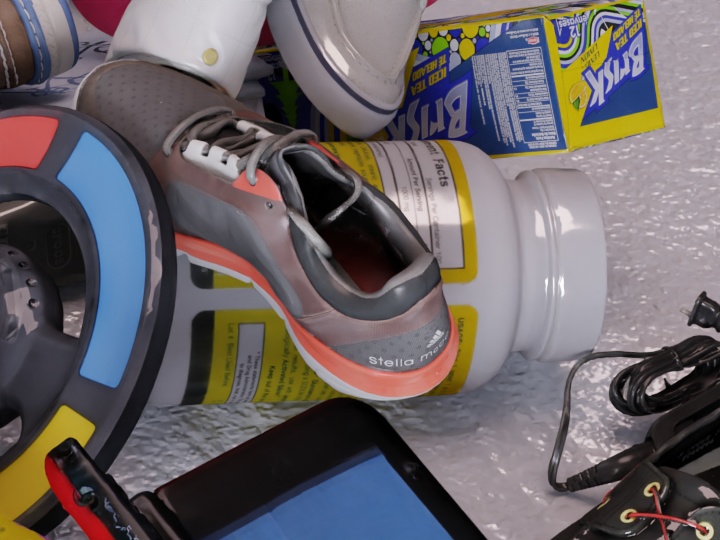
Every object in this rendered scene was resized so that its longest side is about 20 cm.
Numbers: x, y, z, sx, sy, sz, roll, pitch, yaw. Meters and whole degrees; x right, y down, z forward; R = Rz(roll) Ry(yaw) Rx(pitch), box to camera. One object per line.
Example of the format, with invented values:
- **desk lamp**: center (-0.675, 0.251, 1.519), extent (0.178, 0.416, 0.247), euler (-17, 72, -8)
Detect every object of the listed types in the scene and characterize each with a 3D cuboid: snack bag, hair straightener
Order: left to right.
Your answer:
- **snack bag**: center (-0.166, -0.085, 1.303), extent (0.188, 0.021, 0.200), euler (-15, 16, -26)
- **hair straightener**: center (0.158, 0.049, 1.196), extent (0.200, 0.041, 0.077), euler (-21, 54, -26)

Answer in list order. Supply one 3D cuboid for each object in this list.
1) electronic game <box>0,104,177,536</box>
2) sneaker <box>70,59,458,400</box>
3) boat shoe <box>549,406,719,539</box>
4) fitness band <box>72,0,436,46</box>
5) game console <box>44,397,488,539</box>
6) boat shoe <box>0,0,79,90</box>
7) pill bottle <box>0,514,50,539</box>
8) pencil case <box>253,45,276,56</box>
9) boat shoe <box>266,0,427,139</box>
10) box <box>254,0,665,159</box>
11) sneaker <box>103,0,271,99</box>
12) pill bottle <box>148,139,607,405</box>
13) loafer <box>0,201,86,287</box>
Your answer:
- **electronic game**: center (-0.153, 0.027, 1.074), extent (0.042, 0.200, 0.200), euler (32, 9, -47)
- **sneaker**: center (-0.035, -0.036, 1.071), extent (0.200, 0.082, 0.077), euler (37, 58, 22)
- **boat shoe**: center (0.123, 0.106, 1.087), extent (0.201, 0.063, 0.074), euler (-28, 51, -37)
- **fitness band**: center (-0.046, -0.163, 1.335), extent (0.200, 0.037, 0.144), euler (-11, 38, -10)
- **game console**: center (0.005, 0.123, 0.944), extent (0.119, 0.172, 0.200), euler (-39, 70, -8)
- **boat shoe**: center (-0.206, -0.116, 1.259), extent (0.072, 0.072, 0.200), euler (-24, 16, -27)
- **pill bottle**: center (-0.188, 0.117, 0.982), extent (0.200, 0.104, 0.104), euler (24, 38, 23)
- **pencil case**: center (-0.091, -0.165, 1.433), extent (0.200, 0.078, 0.089), euler (31, 26, 31)
- **boat shoe**: center (0.004, -0.144, 1.225), extent (0.071, 0.070, 0.200), euler (36, 32, -29)
- **box**: center (0.042, -0.085, 1.266), extent (0.070, 0.064, 0.200), euler (-16, 10, -41)
- **sneaker**: center (-0.087, -0.126, 1.208), extent (0.074, 0.116, 0.200), euler (25, -2, -19)
- **pill bottle**: center (0.000, 0.000, 1.176), extent (0.200, 0.113, 0.112), euler (-1, 35, -12)
- **loafer**: center (-0.132, -0.035, 1.239), extent (0.200, 0.075, 0.070), euler (-15, 44, -28)
